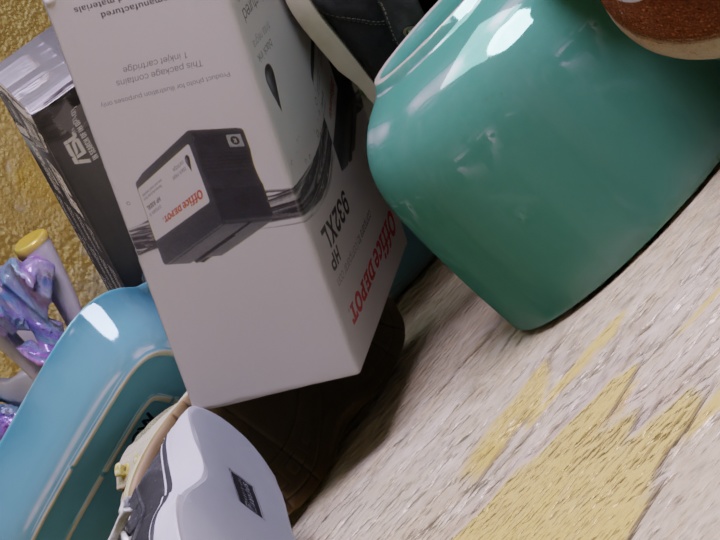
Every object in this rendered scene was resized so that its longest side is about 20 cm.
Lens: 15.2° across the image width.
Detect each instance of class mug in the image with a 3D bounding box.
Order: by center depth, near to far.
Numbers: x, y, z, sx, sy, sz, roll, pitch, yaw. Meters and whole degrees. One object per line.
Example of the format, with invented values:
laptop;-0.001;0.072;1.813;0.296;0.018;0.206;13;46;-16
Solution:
mug;0.086;-0.081;1.100;0.185;0.114;0.152;-48;7;0

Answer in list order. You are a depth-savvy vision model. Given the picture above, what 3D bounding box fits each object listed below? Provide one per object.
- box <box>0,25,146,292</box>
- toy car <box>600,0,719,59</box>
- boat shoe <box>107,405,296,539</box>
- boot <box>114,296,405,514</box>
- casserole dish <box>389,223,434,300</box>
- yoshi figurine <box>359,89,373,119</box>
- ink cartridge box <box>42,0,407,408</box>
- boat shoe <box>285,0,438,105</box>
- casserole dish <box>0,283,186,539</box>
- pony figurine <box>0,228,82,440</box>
box;-0.085;-0.071;1.396;0.157;0.200;0.050;-37;48;-13
toy car;0.116;-0.186;0.929;0.158;0.200;0.164;-49;45;-13
boat shoe;-0.070;0.118;1.073;0.068;0.074;0.199;-48;20;9
boot;-0.074;0.094;1.283;0.155;0.072;0.200;-40;6;45
casserole dish;0.000;0.000;1.479;0.200;0.039;0.121;-46;7;10
yoshi figurine;-0.017;-0.079;1.326;0.112;0.112;0.200;-42;-38;-6
ink cartridge box;-0.054;-0.062;1.191;0.083;0.201;0.145;-12;21;15
boat shoe;0.042;-0.091;1.200;0.067;0.200;0.072;-25;41;22
casserole dish;-0.132;0.098;1.402;0.121;0.039;0.201;19;-76;-54
pony figurine;-0.164;0.072;1.597;0.167;0.200;0.193;-44;20;-27
